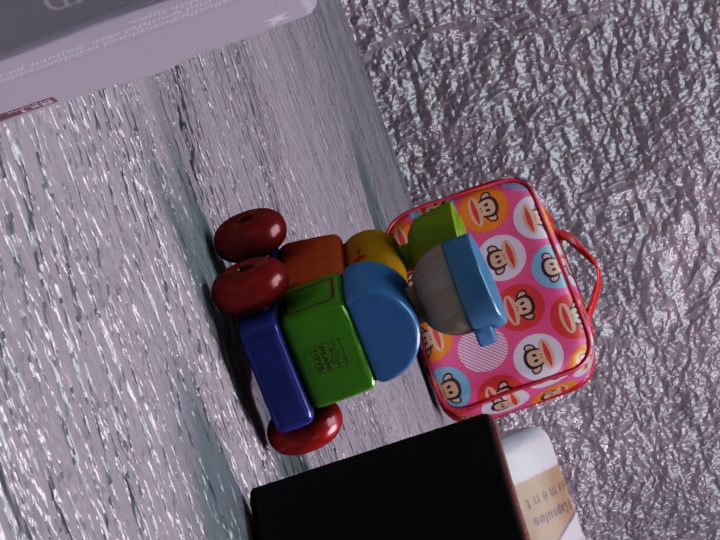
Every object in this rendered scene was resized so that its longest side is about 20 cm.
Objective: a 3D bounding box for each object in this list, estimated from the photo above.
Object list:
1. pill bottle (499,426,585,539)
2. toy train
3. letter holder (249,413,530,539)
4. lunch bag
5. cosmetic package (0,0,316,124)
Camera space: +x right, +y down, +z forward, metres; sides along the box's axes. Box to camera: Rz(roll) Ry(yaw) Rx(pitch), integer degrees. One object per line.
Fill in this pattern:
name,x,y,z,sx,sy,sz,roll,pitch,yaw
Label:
pill bottle,0.064,0.182,1.194,0.114,0.114,0.201,1,70,-86
toy train,0.000,0.000,1.175,0.200,0.115,0.085,-96,166,-71
letter holder,0.035,0.178,0.958,0.200,0.100,0.143,-103,174,-56
lunch bag,0.127,0.021,2.310,0.082,0.175,0.201,57,15,-71
cosmetic package,-0.094,-0.152,0.730,0.090,0.106,0.201,46,23,-81
